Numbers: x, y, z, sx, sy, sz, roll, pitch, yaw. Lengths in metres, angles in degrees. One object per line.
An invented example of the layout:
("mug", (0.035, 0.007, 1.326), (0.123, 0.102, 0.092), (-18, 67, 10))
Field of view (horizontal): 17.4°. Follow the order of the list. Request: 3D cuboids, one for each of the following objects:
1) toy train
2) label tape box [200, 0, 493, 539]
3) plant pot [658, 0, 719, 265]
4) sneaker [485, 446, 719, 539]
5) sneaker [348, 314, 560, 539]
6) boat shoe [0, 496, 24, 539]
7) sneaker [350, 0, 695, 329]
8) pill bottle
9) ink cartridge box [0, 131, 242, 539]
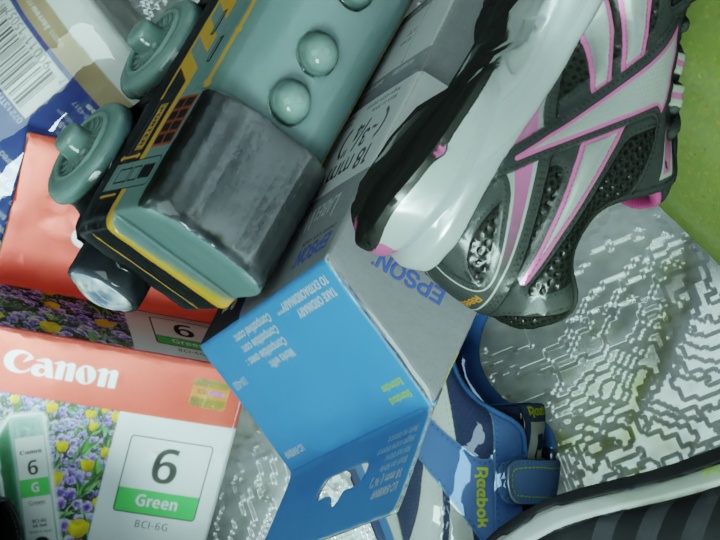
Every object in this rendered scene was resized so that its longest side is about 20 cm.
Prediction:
("toy train", (-0.041, -0.072, 0.898), (0.085, 0.114, 0.200), (38, 70, -24))
("label tape box", (0.000, 0.000, 0.886), (0.063, 0.144, 0.200), (31, 66, -13))
("plant pot", (0.172, -0.073, 0.905), (0.190, 0.200, 0.200), (37, 94, 25))
("sneaker", (0.116, 0.119, 0.855), (0.200, 0.072, 0.083), (-28, 39, 24))
("sneaker", (0.049, 0.099, 0.962), (0.082, 0.074, 0.201), (-24, 83, 7))
("boat shoe", (-0.161, 0.114, 0.914), (0.200, 0.072, 0.068), (28, 75, 30))
("sneaker", (0.081, -0.064, 0.823), (0.086, 0.080, 0.200), (40, 76, -14))
("pill bottle", (-0.169, -0.037, 0.998), (0.200, 0.111, 0.111), (-40, 79, 7))
("ink cartridge box", (-0.107, 0.054, 0.959), (0.109, 0.050, 0.201), (11, 109, -16))
